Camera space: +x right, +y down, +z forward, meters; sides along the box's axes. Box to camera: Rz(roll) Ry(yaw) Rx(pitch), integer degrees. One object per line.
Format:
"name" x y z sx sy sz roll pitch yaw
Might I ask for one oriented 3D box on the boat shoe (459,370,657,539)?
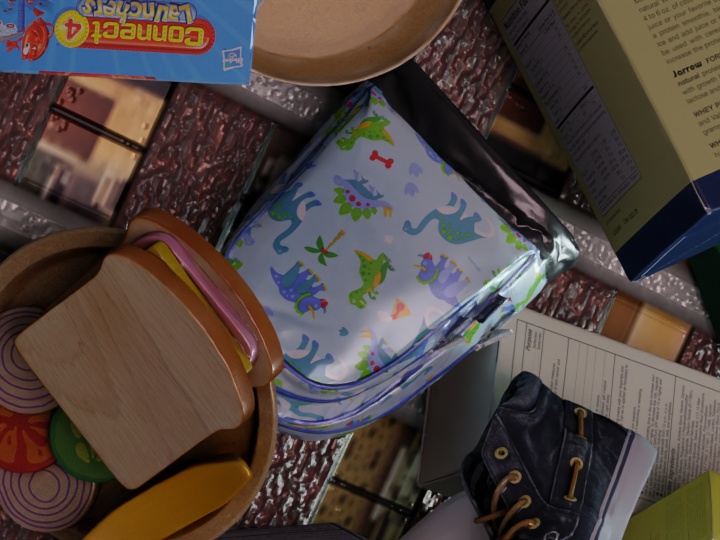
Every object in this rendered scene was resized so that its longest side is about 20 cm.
"boat shoe" 0.088 0.138 1.553 0.091 0.200 0.071 32 127 -3

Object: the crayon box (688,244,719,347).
"crayon box" 0.284 -0.063 1.770 0.200 0.058 0.173 -28 109 -19

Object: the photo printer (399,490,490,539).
"photo printer" 0.094 0.222 1.650 0.200 0.166 0.069 44 40 7

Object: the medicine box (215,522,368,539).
"medicine box" -0.056 0.211 1.577 0.182 0.200 0.103 -2 100 -25

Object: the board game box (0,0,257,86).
"board game box" -0.179 -0.134 1.454 0.196 0.200 0.056 2 99 -25

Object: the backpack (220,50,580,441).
"backpack" 0.000 0.000 1.603 0.200 0.154 0.163 -42 88 3

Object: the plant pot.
"plant pot" -0.029 -0.198 1.592 0.200 0.027 0.200 1 87 -20

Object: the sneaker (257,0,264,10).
"sneaker" -0.042 -0.223 1.504 0.079 0.131 0.200 17 82 -22

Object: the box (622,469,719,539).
"box" 0.159 0.186 1.686 0.075 0.200 0.050 24 49 -28

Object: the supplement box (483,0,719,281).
"supplement box" 0.206 -0.135 1.633 0.200 0.134 0.200 -24 80 -20

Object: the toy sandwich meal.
"toy sandwich meal" -0.130 0.068 1.530 0.070 0.205 0.205 -39 131 -65

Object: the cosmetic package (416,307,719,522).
"cosmetic package" 0.138 0.099 1.704 0.200 0.073 0.104 20 65 -26
